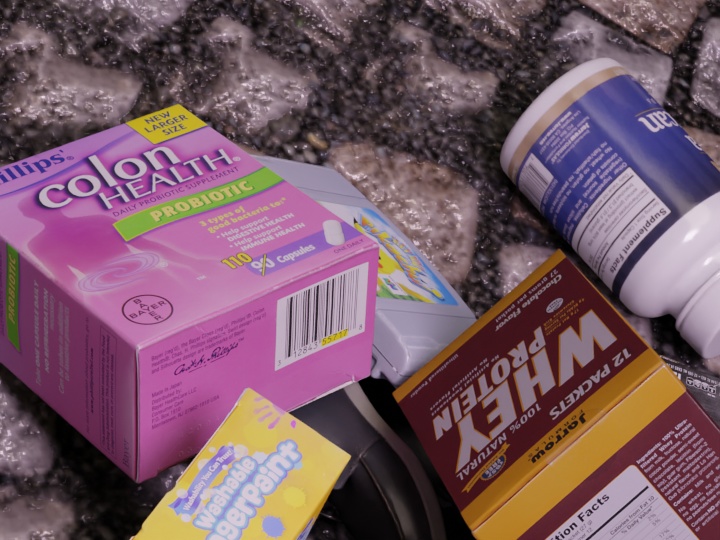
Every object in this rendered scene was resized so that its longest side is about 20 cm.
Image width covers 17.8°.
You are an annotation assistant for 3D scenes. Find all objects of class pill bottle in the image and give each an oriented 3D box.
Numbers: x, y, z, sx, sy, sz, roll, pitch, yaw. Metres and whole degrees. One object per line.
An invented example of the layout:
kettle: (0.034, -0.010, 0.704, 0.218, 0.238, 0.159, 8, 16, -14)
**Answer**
pill bottle: (0.197, -0.040, 1.566, 0.111, 0.111, 0.200, -27, 67, -37)

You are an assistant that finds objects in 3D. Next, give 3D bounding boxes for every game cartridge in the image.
game cartridge: (0.000, 0.000, 1.457, 0.200, 0.041, 0.133, 48, 18, 26)

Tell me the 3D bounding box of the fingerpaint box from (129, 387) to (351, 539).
fingerpaint box: (-0.101, 0.188, 1.211, 0.073, 0.167, 0.200, 33, 46, 5)

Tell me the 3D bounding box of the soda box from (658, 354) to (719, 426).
soda box: (0.268, 0.130, 1.489, 0.199, 0.063, 0.071, 19, 48, -7)

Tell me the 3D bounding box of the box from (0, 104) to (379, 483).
box: (-0.118, 0.007, 1.354, 0.175, 0.097, 0.200, -23, 41, -34)

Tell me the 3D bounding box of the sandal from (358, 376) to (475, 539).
sandal: (0.049, 0.123, 1.412, 0.076, 0.043, 0.201, -10, 57, -30)

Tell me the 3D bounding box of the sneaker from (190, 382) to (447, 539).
sneaker: (-0.033, 0.124, 1.365, 0.106, 0.075, 0.200, -15, 50, -28)

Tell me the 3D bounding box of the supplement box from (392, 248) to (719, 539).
supplement box: (0.146, 0.128, 1.283, 0.200, 0.133, 0.197, 48, 3, -21)
